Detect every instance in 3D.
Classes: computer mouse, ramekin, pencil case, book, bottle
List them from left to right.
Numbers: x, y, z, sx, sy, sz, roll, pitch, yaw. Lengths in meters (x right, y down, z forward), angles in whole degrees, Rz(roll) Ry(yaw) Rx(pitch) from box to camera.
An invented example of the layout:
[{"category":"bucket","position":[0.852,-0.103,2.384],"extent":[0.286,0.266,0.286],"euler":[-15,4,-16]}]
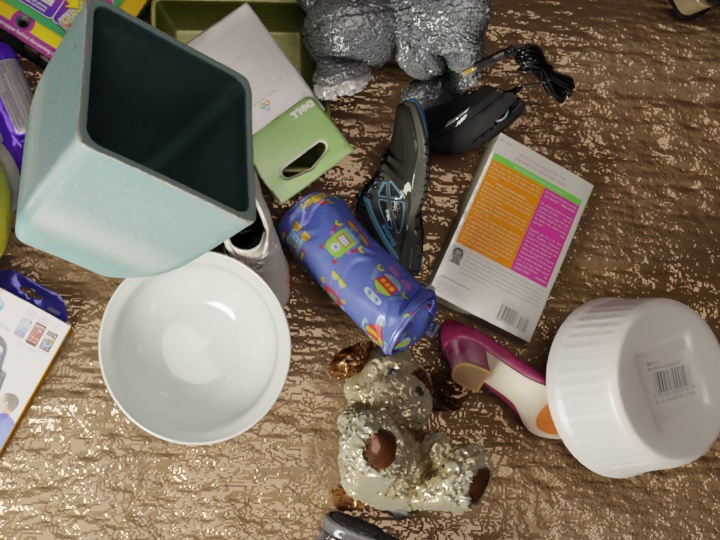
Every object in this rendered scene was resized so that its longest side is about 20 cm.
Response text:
[{"category":"bottle","position":[-0.363,-0.140,1.415],"extent":[0.065,0.084,0.201],"euler":[-24,84,-19]},{"category":"pencil case","position":[0.000,0.000,1.418],"extent":[0.087,0.078,0.200],"euler":[-43,70,-6]},{"category":"computer mouse","position":[0.129,-0.177,1.444],"extent":[0.198,0.140,0.046],"euler":[-19,66,21]},{"category":"book","position":[0.171,-0.036,1.510],"extent":[0.133,0.048,0.201],"euler":[26,78,-7]},{"category":"ramekin","position":[0.309,0.124,1.445],"extent":[0.199,0.097,0.203],"euler":[5,79,-31]}]

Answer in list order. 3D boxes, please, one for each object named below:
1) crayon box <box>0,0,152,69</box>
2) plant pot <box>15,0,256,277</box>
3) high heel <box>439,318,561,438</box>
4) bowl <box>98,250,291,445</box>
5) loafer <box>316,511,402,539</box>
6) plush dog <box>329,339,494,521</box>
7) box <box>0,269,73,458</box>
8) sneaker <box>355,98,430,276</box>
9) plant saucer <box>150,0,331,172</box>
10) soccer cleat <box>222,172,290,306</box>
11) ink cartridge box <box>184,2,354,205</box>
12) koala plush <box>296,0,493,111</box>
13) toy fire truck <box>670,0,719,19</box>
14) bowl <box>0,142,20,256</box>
[{"category":"crayon box","position":[-0.335,-0.319,1.464],"extent":[0.199,0.058,0.173],"euler":[32,76,-4]},{"category":"plant pot","position":[-0.240,-0.104,1.311],"extent":[0.195,0.200,0.198],"euler":[24,44,-33]},{"category":"high heel","position":[0.175,0.120,1.489],"extent":[0.199,0.096,0.068],"euler":[22,119,-18]},{"category":"bowl","position":[-0.171,0.080,1.399],"extent":[0.199,0.090,0.203],"euler":[0,88,-2]},{"category":"loafer","position":[0.044,0.325,1.423],"extent":[0.199,0.072,0.063],"euler":[24,97,1]},{"category":"plush dog","position":[0.033,0.164,1.423],"extent":[0.199,0.160,0.173],"euler":[23,60,-33]},{"category":"box","position":[-0.392,0.099,1.393],"extent":[0.118,0.041,0.201],"euler":[28,79,-4]},{"category":"sneaker","position":[0.034,-0.089,1.452],"extent":[0.081,0.073,0.202],"euler":[5,106,2]},{"category":"plant saucer","position":[-0.135,-0.203,1.483],"extent":[0.198,0.048,0.202],"euler":[-1,81,-10]},{"category":"soccer cleat","position":[-0.116,-0.026,1.398],"extent":[0.068,0.085,0.201],"euler":[-13,125,-2]},{"category":"ink cartridge box","position":[-0.108,-0.175,1.428],"extent":[0.104,0.059,0.201],"euler":[-36,88,-13]},{"category":"koala plush","position":[0.026,-0.266,1.441],"extent":[0.198,0.184,0.179],"euler":[-6,80,-18]},{"category":"toy fire truck","position":[0.412,-0.426,1.589],"extent":[0.175,0.129,0.201],"euler":[-34,97,-13]},{"category":"bowl","position":[-0.414,-0.083,1.360],"extent":[0.107,0.200,0.201],"euler":[-27,85,-36]}]
